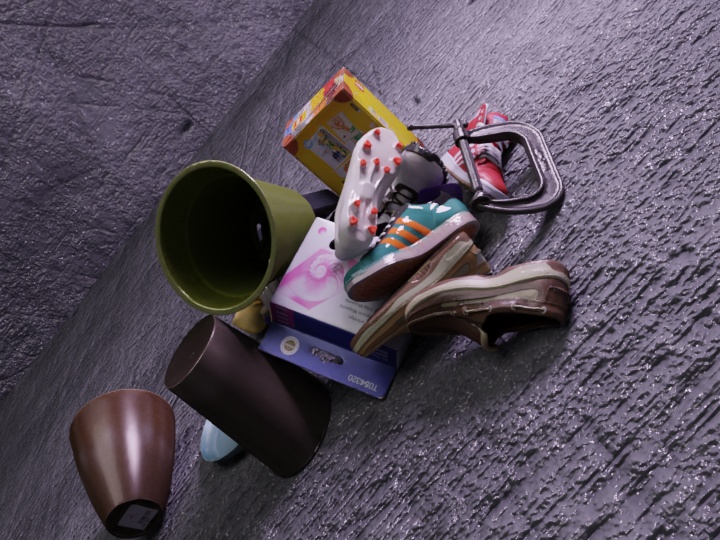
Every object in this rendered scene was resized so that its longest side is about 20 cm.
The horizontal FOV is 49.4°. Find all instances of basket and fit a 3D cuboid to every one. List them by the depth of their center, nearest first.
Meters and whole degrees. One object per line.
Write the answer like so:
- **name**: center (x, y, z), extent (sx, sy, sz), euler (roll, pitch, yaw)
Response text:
- **basket**: center (-0.158, 0.163, 1.079), extent (0.136, 0.199, 0.181), euler (-46, 24, 12)

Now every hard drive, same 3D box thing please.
- **hard drive**: center (-0.129, -0.063, 1.319), extent (0.199, 0.043, 0.134), euler (-40, -7, 28)

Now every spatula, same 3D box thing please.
- **spatula**: center (0.048, -0.070, 1.054), extent (0.197, 0.057, 0.021), euler (-25, 54, -10)

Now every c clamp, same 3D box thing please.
- **c clamp**: center (0.162, -0.133, 0.988), extent (0.167, 0.027, 0.202), euler (-11, 46, -5)

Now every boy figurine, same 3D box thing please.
- **boy figurine**: center (-0.189, 0.026, 1.459), extent (0.125, 0.063, 0.204), euler (109, 173, -65)

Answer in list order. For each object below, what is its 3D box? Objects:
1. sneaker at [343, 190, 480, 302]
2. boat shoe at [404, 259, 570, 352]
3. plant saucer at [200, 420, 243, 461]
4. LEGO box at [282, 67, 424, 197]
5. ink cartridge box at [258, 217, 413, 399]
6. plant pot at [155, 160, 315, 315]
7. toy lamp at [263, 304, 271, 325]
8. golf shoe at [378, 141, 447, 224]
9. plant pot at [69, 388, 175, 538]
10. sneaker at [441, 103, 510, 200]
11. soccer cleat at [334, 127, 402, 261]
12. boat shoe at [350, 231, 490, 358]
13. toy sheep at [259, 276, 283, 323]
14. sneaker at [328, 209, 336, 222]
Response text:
- **sneaker**: center (0.054, -0.033, 1.008), extent (0.197, 0.072, 0.080), euler (-29, 57, -15)
- **boat shoe**: center (0.131, 0.049, 0.849), extent (0.200, 0.074, 0.076), euler (-20, 53, 37)
- **plant saucer**: center (-0.189, 0.221, 1.267), extent (0.199, 0.027, 0.202), euler (-40, 27, 25)
- **LEGO box**: center (-0.008, -0.208, 1.308), extent (0.148, 0.199, 0.078), euler (-37, 28, 27)
- **ink cartridge box**: center (-0.016, 0.042, 1.040), extent (0.193, 0.044, 0.203), euler (18, 64, 20)
- **plant pot**: center (-0.155, -0.052, 1.114), extent (0.199, 0.202, 0.189), euler (-41, -11, 23)
- **toy lamp**: center (-0.135, 0.016, 1.413), extent (0.058, 0.058, 0.202), euler (-34, 28, 35)
- **golf shoe**: center (0.065, -0.094, 1.103), extent (0.095, 0.077, 0.201), euler (-54, -12, -28)
- **plant pot**: center (-0.391, 0.340, 1.324), extent (0.187, 0.186, 0.201), euler (-46, 39, 12)
- **sneaker**: center (0.176, -0.160, 1.067), extent (0.113, 0.071, 0.200), euler (-52, 22, 10)
- **soccer cleat**: center (0.003, -0.104, 1.021), extent (0.078, 0.068, 0.203), euler (-45, 23, 52)
- **boat shoe**: center (0.077, 0.046, 0.957), extent (0.200, 0.076, 0.072), euler (-43, 2, 4)
- **toy sheep**: center (-0.105, 0.021, 1.266), extent (0.199, 0.137, 0.139), euler (-38, 28, 31)
- **sneaker**: center (0.005, -0.074, 1.281), extent (0.199, 0.069, 0.077), euler (-25, 46, 59)
